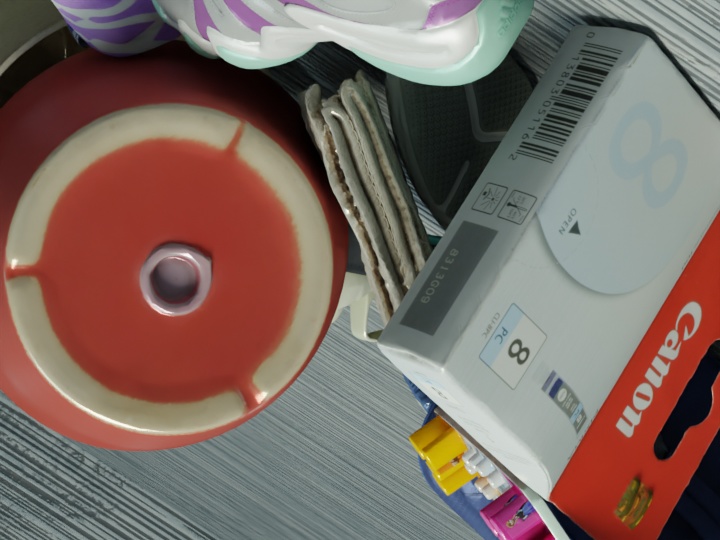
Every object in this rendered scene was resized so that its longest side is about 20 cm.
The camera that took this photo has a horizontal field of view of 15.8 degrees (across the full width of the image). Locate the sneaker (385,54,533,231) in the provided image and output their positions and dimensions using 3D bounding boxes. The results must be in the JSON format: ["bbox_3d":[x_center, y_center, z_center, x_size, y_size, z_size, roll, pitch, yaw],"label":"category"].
[{"bbox_3d":[0.046,-0.050,1.186,0.080,0.070,0.200,35,168,36],"label":"sneaker"}]

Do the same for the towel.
[{"bbox_3d":[0.010,-0.021,1.153,0.200,0.034,0.133,-26,-84,-88],"label":"towel"}]

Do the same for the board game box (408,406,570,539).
[{"bbox_3d":[0.101,0.166,1.214,0.201,0.026,0.200,56,176,-12],"label":"board game box"}]

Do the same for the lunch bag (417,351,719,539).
[{"bbox_3d":[0.137,0.101,1.366,0.132,0.136,0.200,15,157,50],"label":"lunch bag"}]

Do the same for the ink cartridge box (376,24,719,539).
[{"bbox_3d":[0.114,0.020,1.080,0.047,0.161,0.200,17,160,49],"label":"ink cartridge box"}]

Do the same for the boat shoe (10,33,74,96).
[{"bbox_3d":[-0.149,-0.084,1.527,0.199,0.070,0.066,34,-176,-17],"label":"boat shoe"}]

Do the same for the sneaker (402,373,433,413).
[{"bbox_3d":[0.110,0.099,1.555,0.199,0.076,0.088,31,167,10],"label":"sneaker"}]

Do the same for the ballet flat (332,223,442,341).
[{"bbox_3d":[0.000,0.000,1.341,0.199,0.074,0.073,18,180,-43],"label":"ballet flat"}]

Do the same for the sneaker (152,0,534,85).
[{"bbox_3d":[-0.036,-0.146,1.040,0.199,0.078,0.140,7,152,41],"label":"sneaker"}]

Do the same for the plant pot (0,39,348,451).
[{"bbox_3d":[-0.091,-0.006,1.176,0.200,0.201,0.177,35,179,-9],"label":"plant pot"}]

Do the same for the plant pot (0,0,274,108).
[{"bbox_3d":[-0.163,-0.082,1.374,0.187,0.188,0.200,42,179,-37],"label":"plant pot"}]

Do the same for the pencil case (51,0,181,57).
[{"bbox_3d":[-0.128,-0.175,1.132,0.200,0.083,0.086,56,-166,-58],"label":"pencil case"}]
